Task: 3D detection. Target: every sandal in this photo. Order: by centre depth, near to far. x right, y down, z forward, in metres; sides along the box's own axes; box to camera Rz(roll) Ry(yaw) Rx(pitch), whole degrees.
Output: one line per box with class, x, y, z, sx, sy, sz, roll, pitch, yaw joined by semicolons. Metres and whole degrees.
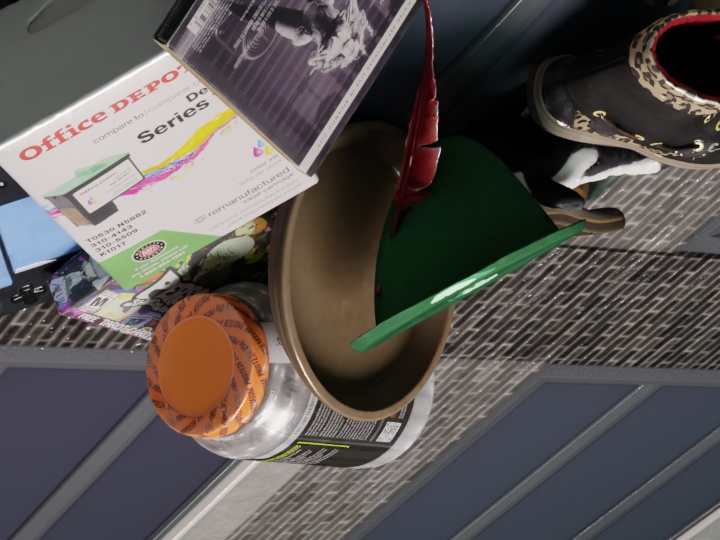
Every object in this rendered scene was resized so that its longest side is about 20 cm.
sandal;0.125;-0.052;1.633;0.081;0.055;0.200;-4;173;38

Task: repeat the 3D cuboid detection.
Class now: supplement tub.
supplement tub;-0.049;0.074;1.596;0.122;0.123;0.200;-33;156;28

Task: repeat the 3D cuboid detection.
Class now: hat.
hat;0.039;-0.069;1.469;0.200;0.177;0.166;-31;176;32

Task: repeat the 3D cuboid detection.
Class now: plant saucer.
plant saucer;0.000;0.000;1.533;0.029;0.201;0.200;0;167;36

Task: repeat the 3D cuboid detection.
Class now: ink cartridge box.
ink cartridge box;-0.131;-0.090;1.353;0.144;0.084;0.200;-29;150;5

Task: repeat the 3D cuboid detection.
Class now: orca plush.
orca plush;0.139;-0.092;1.553;0.199;0.105;0.071;0;116;-14

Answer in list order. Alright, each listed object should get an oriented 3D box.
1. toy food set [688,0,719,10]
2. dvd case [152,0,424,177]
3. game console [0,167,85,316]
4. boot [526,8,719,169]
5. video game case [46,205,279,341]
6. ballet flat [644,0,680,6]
toy food set;0.322;-0.206;1.456;0.143;0.061;0.200;11;142;-44
dvd case;-0.031;-0.152;1.297;0.149;0.016;0.200;-58;151;-4
game console;-0.240;-0.023;1.497;0.176;0.031;0.200;-14;154;-6
boot;0.226;-0.119;1.491;0.199;0.074;0.150;9;169;-22
video game case;-0.088;-0.009;1.587;0.181;0.036;0.200;-33;154;20
ballet flat;0.249;-0.217;1.387;0.200;0.046;0.067;-40;-175;33
